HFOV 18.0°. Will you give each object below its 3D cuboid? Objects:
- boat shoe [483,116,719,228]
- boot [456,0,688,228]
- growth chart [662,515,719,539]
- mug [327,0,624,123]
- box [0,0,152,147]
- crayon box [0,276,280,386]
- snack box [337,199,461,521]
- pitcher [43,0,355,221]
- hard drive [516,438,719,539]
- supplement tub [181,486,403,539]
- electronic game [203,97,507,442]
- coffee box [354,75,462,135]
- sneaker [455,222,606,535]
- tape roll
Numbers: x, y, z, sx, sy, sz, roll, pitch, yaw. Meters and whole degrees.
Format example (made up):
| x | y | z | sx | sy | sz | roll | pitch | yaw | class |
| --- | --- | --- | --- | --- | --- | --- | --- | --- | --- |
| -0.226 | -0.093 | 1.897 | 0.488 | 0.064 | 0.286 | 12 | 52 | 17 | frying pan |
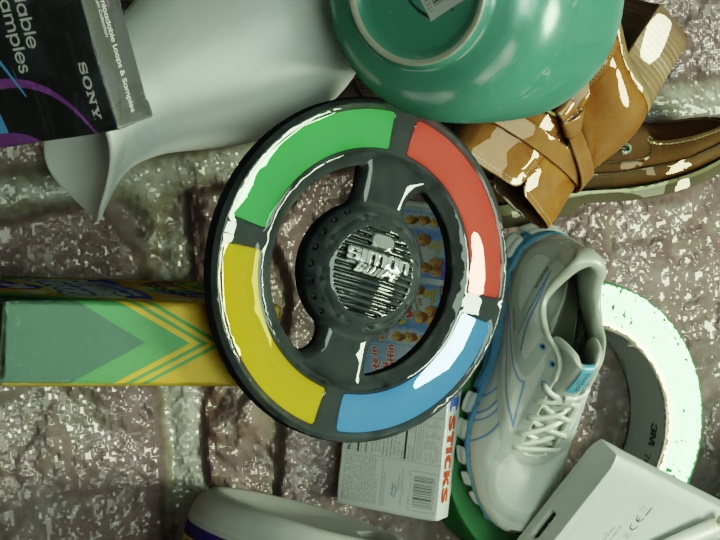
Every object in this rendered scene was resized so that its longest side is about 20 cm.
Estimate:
| x | y | z | sx | sy | sz | roll | pitch | yaw | class |
| --- | --- | --- | --- | --- | --- | --- | --- | --- | --- |
| 0.161 | -0.082 | 1.494 | 0.199 | 0.072 | 0.068 | -15 | 104 | -23 | boat shoe |
| 0.095 | -0.135 | 1.376 | 0.200 | 0.077 | 0.155 | 42 | 80 | -33 | boot |
| 0.205 | 0.249 | 1.538 | 0.144 | 0.018 | 0.200 | -28 | 134 | -16 | growth chart |
| 0.044 | -0.163 | 1.284 | 0.114 | 0.185 | 0.153 | -11 | 116 | -60 | mug |
| -0.216 | -0.137 | 1.249 | 0.036 | 0.199 | 0.143 | -33 | 112 | -53 | box |
| -0.134 | 0.036 | 1.342 | 0.199 | 0.126 | 0.052 | 2 | 95 | -26 | crayon box |
| 0.030 | 0.055 | 1.453 | 0.024 | 0.072 | 0.201 | -4 | 101 | -65 | snack box |
| -0.097 | -0.142 | 1.323 | 0.200 | 0.121 | 0.172 | -29 | 138 | -21 | pitcher |
| 0.179 | 0.195 | 1.508 | 0.200 | 0.026 | 0.132 | 28 | 103 | -46 | hard drive |
| -0.058 | 0.246 | 1.393 | 0.145 | 0.145 | 0.201 | 15 | 90 | -26 | supplement tub |
| 0.000 | 0.000 | 1.313 | 0.199 | 0.042 | 0.201 | -3 | 95 | -29 | electronic game |
| 0.037 | -0.184 | 1.418 | 0.113 | 0.080 | 0.200 | -32 | 109 | -20 | coffee box |
| 0.115 | 0.073 | 1.433 | 0.075 | 0.087 | 0.201 | 2 | 98 | -27 | sneaker |
| 0.134 | 0.103 | 1.520 | 0.200 | 0.048 | 0.201 | -3 | 97 | -25 | tape roll |
